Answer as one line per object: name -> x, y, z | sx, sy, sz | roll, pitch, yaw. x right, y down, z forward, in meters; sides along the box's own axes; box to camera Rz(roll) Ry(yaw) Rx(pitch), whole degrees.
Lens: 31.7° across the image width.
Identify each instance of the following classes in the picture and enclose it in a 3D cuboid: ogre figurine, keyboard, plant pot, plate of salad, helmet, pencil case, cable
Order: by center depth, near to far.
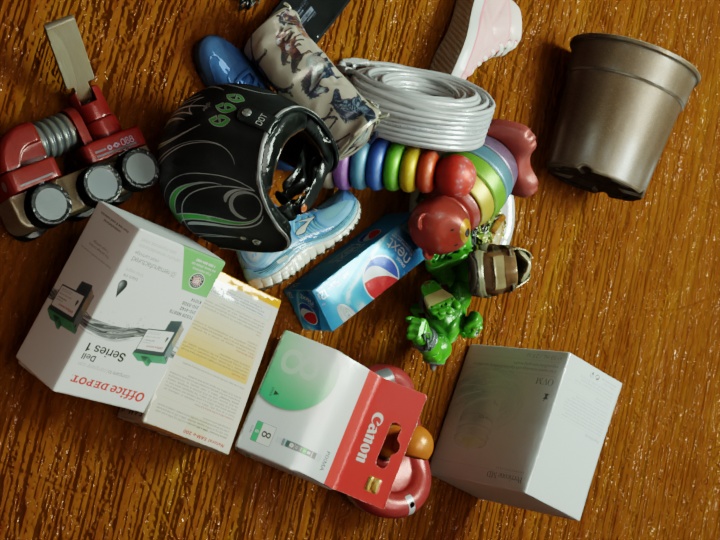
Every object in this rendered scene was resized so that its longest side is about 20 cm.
helmet -> -0.143, -0.119, 1.473 | 0.200, 0.190, 0.201 | -15, 108, -54
pencil case -> -0.057, -0.229, 1.542 | 0.089, 0.078, 0.200 | -38, 84, -7
keyboard -> -0.090, -0.342, 1.624 | 0.127, 0.021, 0.200 | 52, 61, -32
cable -> 0.072, -0.210, 1.635 | 0.199, 0.200, 0.069 | 4, 113, -19
ogre figurine -> 0.113, 0.044, 1.712 | 0.120, 0.098, 0.200 | 78, 11, -47
plate of salad -> 0.152, -0.084, 1.789 | 0.199, 0.048, 0.201 | -1, 91, -36
plant pot -> 0.375, -0.220, 1.877 | 0.200, 0.200, 0.199 | 23, 84, -35

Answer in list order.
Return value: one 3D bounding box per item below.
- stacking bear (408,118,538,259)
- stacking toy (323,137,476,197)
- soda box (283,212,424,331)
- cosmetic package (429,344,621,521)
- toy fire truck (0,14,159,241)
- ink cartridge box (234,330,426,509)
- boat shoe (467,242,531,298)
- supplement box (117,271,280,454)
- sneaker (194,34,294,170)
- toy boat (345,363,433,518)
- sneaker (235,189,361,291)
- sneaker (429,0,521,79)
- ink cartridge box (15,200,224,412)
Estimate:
stacking bear -> 0.137, -0.099, 1.675 | 0.200, 0.113, 0.122 | -49, 146, -33
stacking toy -> 0.049, -0.130, 1.616 | 0.085, 0.199, 0.086 | 12, 90, -78
soda box -> 0.000, 0.000, 1.663 | 0.200, 0.068, 0.064 | -38, 112, -31
cosmetic package -> 0.223, 0.219, 1.750 | 0.123, 0.199, 0.201 | 29, 73, -34
toy fire truck -> -0.332, -0.157, 1.391 | 0.176, 0.129, 0.201 | -27, 94, -33
ink cartridge box -> -0.035, 0.186, 1.585 | 0.199, 0.050, 0.161 | 21, 74, 7
boat shoe -> 0.192, 0.001, 1.692 | 0.200, 0.074, 0.076 | -27, 111, -75
supplement box -> -0.191, 0.104, 1.516 | 0.126, 0.073, 0.201 | 28, 74, -34
sneaker -> -0.124, -0.209, 1.564 | 0.066, 0.078, 0.200 | -46, 115, -25
toy boat -> 0.044, 0.226, 1.659 | 0.130, 0.131, 0.201 | -17, 100, -35
sneaker -> -0.079, -0.057, 1.600 | 0.200, 0.078, 0.090 | -39, 100, -37
sneaker -> 0.169, -0.311, 1.782 | 0.104, 0.075, 0.201 | 31, 68, -28
ink cartridge box -> -0.263, 0.044, 1.399 | 0.146, 0.084, 0.200 | 23, 96, -52
